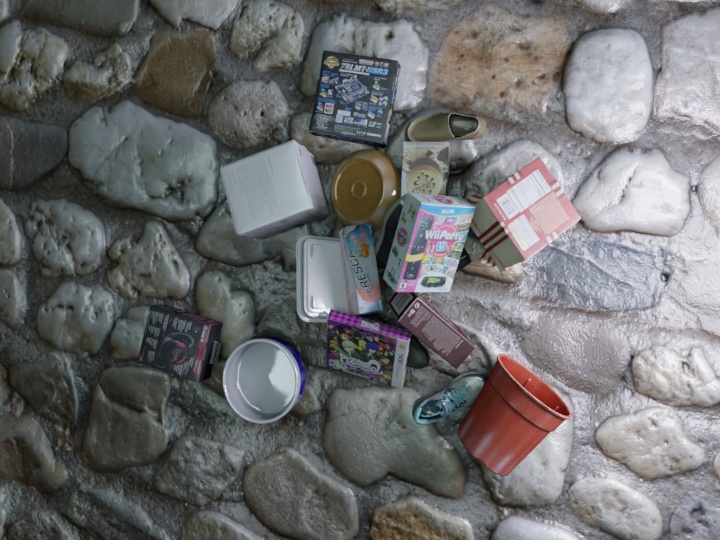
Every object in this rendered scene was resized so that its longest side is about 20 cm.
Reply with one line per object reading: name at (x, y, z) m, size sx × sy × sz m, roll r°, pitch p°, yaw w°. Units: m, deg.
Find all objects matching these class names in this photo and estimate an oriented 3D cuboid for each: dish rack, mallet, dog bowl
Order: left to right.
dog bowl at (-0.237, 0.269, 1.447) m, size 0.194 × 0.079 × 0.206 m, roll 0°, pitch 89°, yaw 10°
dish rack at (-0.068, 0.018, 1.378) m, size 0.168 × 0.043 × 0.206 m, roll 4°, pitch 80°, yaw -30°
mallet at (0.206, -0.075, 1.327) m, size 0.064 × 0.202 × 0.042 m, roll -22°, pitch 43°, yaw -1°

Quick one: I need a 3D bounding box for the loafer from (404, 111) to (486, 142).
loafer at (0.198, -0.339, 1.378) m, size 0.194 × 0.067 × 0.078 m, roll -8°, pitch 88°, yaw 10°

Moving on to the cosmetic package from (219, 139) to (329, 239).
cosmetic package at (-0.201, -0.188, 1.403) m, size 0.195 × 0.165 × 0.169 m, roll -17°, pitch 86°, yaw 11°

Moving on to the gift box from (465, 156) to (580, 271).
gift box at (0.331, -0.115, 1.287) m, size 0.197 × 0.187 × 0.188 m, roll -30°, pitch 86°, yaw -7°

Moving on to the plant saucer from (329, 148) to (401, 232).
plant saucer at (0.002, -0.191, 1.402) m, size 0.195 × 0.035 × 0.207 m, roll 0°, pitch 90°, yaw 28°

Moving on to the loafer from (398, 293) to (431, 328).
loafer at (0.131, 0.040, 1.387) m, size 0.068 × 0.074 × 0.205 m, roll 33°, pitch 106°, yaw 46°

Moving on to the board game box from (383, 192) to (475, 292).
board game box at (0.146, -0.057, 1.248) m, size 0.144 × 0.064 × 0.205 m, roll 0°, pitch 117°, yaw -29°

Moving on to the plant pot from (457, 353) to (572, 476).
plant pot at (0.325, 0.326, 1.291) m, size 0.199 × 0.200 × 0.197 m, roll 37°, pitch 104°, yaw 9°

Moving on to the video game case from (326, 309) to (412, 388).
video game case at (0.016, 0.186, 1.366) m, size 0.195 × 0.036 × 0.184 m, roll 15°, pitch 135°, yaw 10°

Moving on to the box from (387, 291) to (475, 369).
box at (0.159, 0.124, 1.320) m, size 0.199 × 0.100 × 0.075 m, roll 38°, pitch 98°, yaw -22°

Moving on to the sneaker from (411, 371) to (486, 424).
sneaker at (0.208, 0.307, 1.357) m, size 0.197 × 0.086 × 0.079 m, roll -32°, pitch 84°, yaw 9°

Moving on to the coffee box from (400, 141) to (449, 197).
coffee box at (0.152, -0.193, 1.378) m, size 0.110 × 0.080 × 0.206 m, roll 2°, pitch 90°, yaw 11°

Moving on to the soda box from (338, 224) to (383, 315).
soda box at (0.000, 0.000, 1.353) m, size 0.062 × 0.068 × 0.206 m, roll -6°, pitch 85°, yaw -23°

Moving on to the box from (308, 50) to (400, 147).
box at (-0.014, -0.420, 1.430) m, size 0.194 × 0.050 × 0.204 m, roll 11°, pitch 91°, yaw 11°

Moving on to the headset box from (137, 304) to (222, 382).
headset box at (-0.450, 0.187, 1.491) m, size 0.195 × 0.075 × 0.153 m, roll 14°, pitch 92°, yaw 11°

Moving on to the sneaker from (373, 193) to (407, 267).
sneaker at (0.102, -0.072, 1.302) m, size 0.074 × 0.202 × 0.106 m, roll -32°, pitch 64°, yaw -35°

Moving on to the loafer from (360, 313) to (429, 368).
loafer at (0.075, 0.171, 1.392) m, size 0.197 × 0.072 × 0.074 m, roll 31°, pitch 94°, yaw 9°
